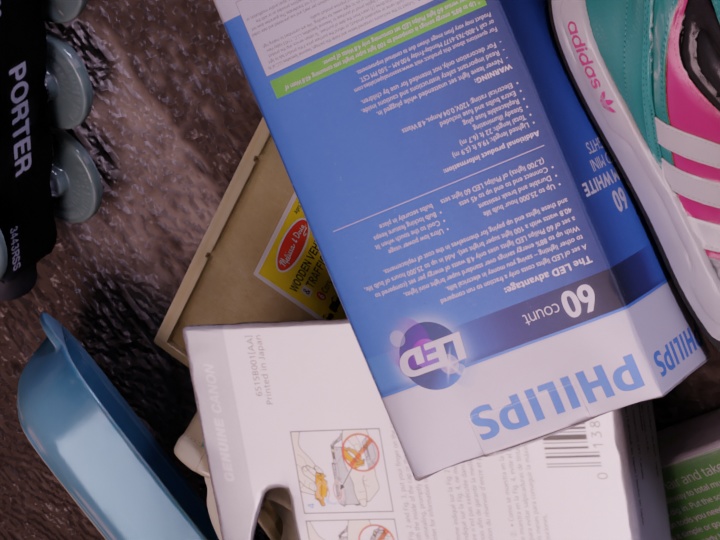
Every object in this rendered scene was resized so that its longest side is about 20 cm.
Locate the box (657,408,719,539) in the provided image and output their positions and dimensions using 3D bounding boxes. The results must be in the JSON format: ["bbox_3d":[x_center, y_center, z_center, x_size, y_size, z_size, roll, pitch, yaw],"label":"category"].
[{"bbox_3d":[0.184,0.141,0.949,0.144,0.036,0.200,-26,109,44],"label":"box"}]

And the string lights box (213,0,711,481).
[{"bbox_3d":[0.033,-0.039,0.827,0.103,0.059,0.200,-21,93,28],"label":"string lights box"}]

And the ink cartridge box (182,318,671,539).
[{"bbox_3d":[0.033,0.105,0.925,0.173,0.044,0.200,-3,105,26],"label":"ink cartridge box"}]

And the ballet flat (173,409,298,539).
[{"bbox_3d":[-0.021,0.118,1.010,0.069,0.070,0.200,3,142,32],"label":"ballet flat"}]

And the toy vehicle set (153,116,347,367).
[{"bbox_3d":[0.000,0.000,0.962,0.124,0.027,0.200,35,137,4],"label":"toy vehicle set"}]

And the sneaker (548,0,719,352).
[{"bbox_3d":[0.158,-0.040,0.787,0.121,0.084,0.200,-14,114,51],"label":"sneaker"}]

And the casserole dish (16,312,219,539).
[{"bbox_3d":[-0.093,0.107,1.054,0.200,0.039,0.121,53,178,-13],"label":"casserole dish"}]

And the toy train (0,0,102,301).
[{"bbox_3d":[-0.172,-0.080,0.979,0.114,0.085,0.200,27,136,27],"label":"toy train"}]
